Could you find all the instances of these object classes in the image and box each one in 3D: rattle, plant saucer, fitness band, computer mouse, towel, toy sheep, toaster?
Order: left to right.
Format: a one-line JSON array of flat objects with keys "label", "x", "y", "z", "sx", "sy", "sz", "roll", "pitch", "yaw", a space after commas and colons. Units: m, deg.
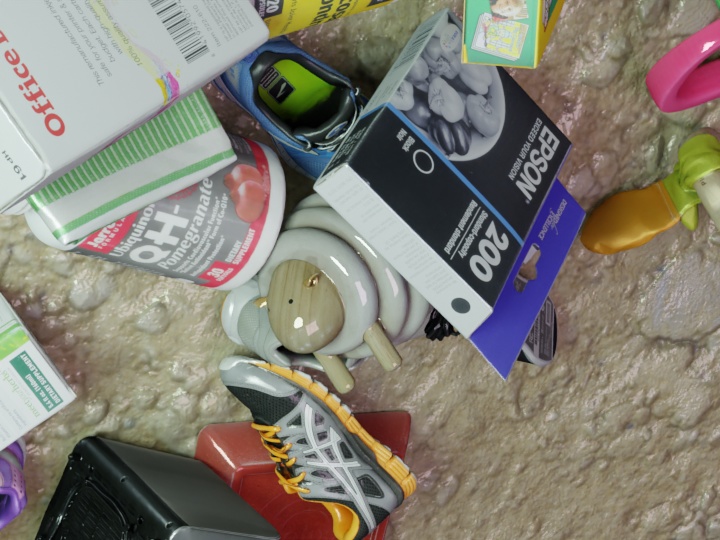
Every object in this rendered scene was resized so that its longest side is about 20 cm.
[{"label": "towel", "x": -0.179, "y": -0.130, "z": 1.058, "sx": 0.153, "sy": 0.023, "sz": 0.200, "roll": -31, "pitch": 95, "yaw": -33}, {"label": "toaster", "x": -0.171, "y": 0.238, "z": 1.260, "sx": 0.119, "sy": 0.200, "sz": 0.181, "roll": 17, "pitch": 99, "yaw": -38}, {"label": "plant saucer", "x": -0.054, "y": 0.218, "z": 1.404, "sx": 0.200, "sy": 0.037, "sz": 0.200, "roll": -1, "pitch": 117, "yaw": -30}, {"label": "toy sheep", "x": 0.000, "y": 0.000, "z": 1.204, "sx": 0.200, "sy": 0.138, "sz": 0.138, "roll": -41, "pitch": 139, "yaw": -51}, {"label": "computer mouse", "x": 0.105, "y": 0.031, "z": 1.360, "sx": 0.200, "sy": 0.044, "sz": 0.110, "roll": 36, "pitch": 52, "yaw": -54}, {"label": "rattle", "x": 0.306, "y": -0.037, "z": 1.453, "sx": 0.143, "sy": 0.130, "sz": 0.200, "roll": -50, "pitch": 156, "yaw": 17}, {"label": "fitness band", "x": 0.324, "y": -0.181, "z": 1.345, "sx": 0.200, "sy": 0.037, "sz": 0.144, "roll": -21, "pitch": 168, "yaw": -20}]

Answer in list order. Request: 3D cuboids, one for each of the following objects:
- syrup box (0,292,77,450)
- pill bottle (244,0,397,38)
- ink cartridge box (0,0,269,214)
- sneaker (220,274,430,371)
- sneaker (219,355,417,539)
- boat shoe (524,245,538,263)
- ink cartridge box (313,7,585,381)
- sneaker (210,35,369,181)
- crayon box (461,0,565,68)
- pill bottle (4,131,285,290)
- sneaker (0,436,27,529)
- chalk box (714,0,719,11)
[{"label": "syrup box", "x": -0.309, "y": 0.105, "z": 1.162, "sx": 0.200, "sy": 0.081, "sz": 0.079, "roll": -36, "pitch": 127, "yaw": -10}, {"label": "pill bottle", "x": -0.026, "y": -0.223, "z": 1.117, "sx": 0.200, "sy": 0.112, "sz": 0.112, "roll": -21, "pitch": 125, "yaw": -28}, {"label": "ink cartridge box", "x": -0.174, "y": -0.144, "z": 0.987, "sx": 0.200, "sy": 0.085, "sz": 0.145, "roll": -39, "pitch": 98, "yaw": -42}, {"label": "sneaker", "x": -0.003, "y": 0.047, "z": 1.301, "sx": 0.200, "sy": 0.092, "sz": 0.076, "roll": -6, "pitch": 119, "yaw": -28}, {"label": "sneaker", "x": -0.040, "y": 0.139, "z": 1.314, "sx": 0.200, "sy": 0.078, "sz": 0.077, "roll": 43, "pitch": 73, "yaw": -22}, {"label": "boat shoe", "x": 0.105, "y": -0.087, "z": 1.301, "sx": 0.086, "sy": 0.075, "sz": 0.202, "roll": -47, "pitch": 131, "yaw": 1}, {"label": "ink cartridge box", "x": 0.082, "y": -0.057, "z": 1.186, "sx": 0.200, "sy": 0.043, "sz": 0.198, "roll": 46, "pitch": 46, "yaw": -16}, {"label": "sneaker", "x": -0.030, "y": -0.105, "z": 1.202, "sx": 0.200, "sy": 0.089, "sz": 0.079, "roll": 34, "pitch": 96, "yaw": -41}, {"label": "crayon box", "x": 0.113, "y": -0.263, "z": 1.149, "sx": 0.058, "sy": 0.173, "sz": 0.200, "roll": 7, "pitch": 120, "yaw": 13}, {"label": "pill bottle", "x": -0.160, "y": -0.060, "z": 1.137, "sx": 0.200, "sy": 0.111, "sz": 0.111, "roll": 16, "pitch": 107, "yaw": -35}, {"label": "sneaker", "x": -0.319, "y": 0.192, "z": 1.201, "sx": 0.200, "sy": 0.088, "sz": 0.080, "roll": -39, "pitch": 130, "yaw": -5}, {"label": "chalk box", "x": 0.317, "y": -0.284, "z": 1.262, "sx": 0.125, "sy": 0.200, "sz": 0.124, "roll": -28, "pitch": 94, "yaw": -16}]
